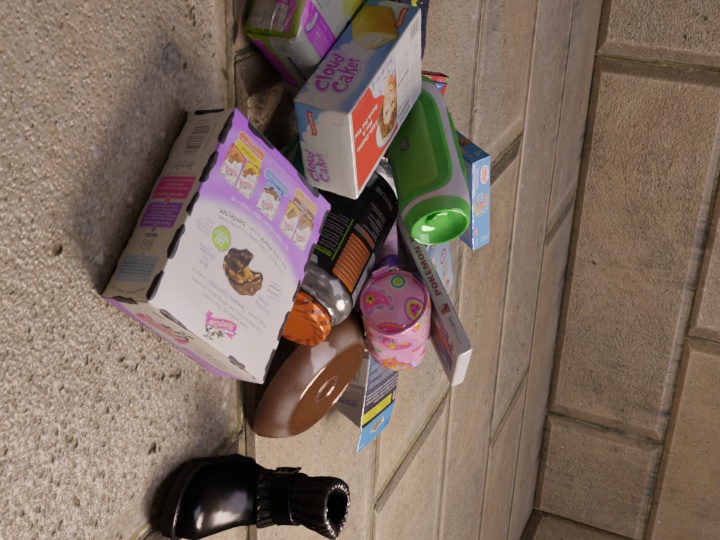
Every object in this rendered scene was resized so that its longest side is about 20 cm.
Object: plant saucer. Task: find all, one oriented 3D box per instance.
[{"bbox_3d":[-0.054,0.140,1.173,0.200,0.036,0.202,-44,159,-21],"label":"plant saucer"}]

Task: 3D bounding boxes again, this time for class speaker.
[{"bbox_3d":[0.076,-0.136,1.118,0.089,0.087,0.203,64,14,-59],"label":"speaker"}]

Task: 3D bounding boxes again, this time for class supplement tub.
[{"bbox_3d":[-0.043,-0.022,1.092,0.202,0.120,0.123,-62,154,-28],"label":"supplement tub"}]

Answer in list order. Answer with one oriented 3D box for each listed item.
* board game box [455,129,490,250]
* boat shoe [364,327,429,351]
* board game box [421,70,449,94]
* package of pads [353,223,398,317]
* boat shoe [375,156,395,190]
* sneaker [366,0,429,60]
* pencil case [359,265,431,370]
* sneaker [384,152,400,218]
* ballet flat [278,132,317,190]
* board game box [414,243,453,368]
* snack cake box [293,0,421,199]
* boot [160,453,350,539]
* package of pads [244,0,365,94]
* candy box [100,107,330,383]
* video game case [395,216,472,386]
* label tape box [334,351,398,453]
[{"bbox_3d":[0.119,-0.146,1.370,0.036,0.200,0.153,-25,134,-21],"label":"board game box"},{"bbox_3d":[0.059,0.084,1.328,0.199,0.059,0.073,-12,126,-65],"label":"boat shoe"},{"bbox_3d":[0.031,-0.210,1.196,0.198,0.019,0.105,-6,125,-46],"label":"board game box"},{"bbox_3d":[0.000,0.000,1.275,0.199,0.074,0.123,-27,134,-63],"label":"package of pads"},{"bbox_3d":[0.005,-0.133,1.244,0.069,0.071,0.199,65,18,9],"label":"boat shoe"},{"bbox_3d":[0.038,-0.320,1.194,0.073,0.082,0.203,-15,128,-40],"label":"sneaker"},{"bbox_3d":[0.044,0.063,1.146,0.201,0.086,0.089,77,31,-70],"label":"pencil case"},{"bbox_3d":[0.061,-0.083,1.394,0.075,0.077,0.204,-48,144,-51],"label":"sneaker"},{"bbox_3d":[-0.087,-0.074,1.040,0.202,0.075,0.064,-59,-174,-30],"label":"ballet flat"},{"bbox_3d":[0.095,0.024,1.577,0.198,0.055,0.202,78,32,-48],"label":"board game box"},{"bbox_3d":[0.003,-0.193,1.023,0.116,0.066,0.202,86,26,-48],"label":"snack cake box"},{"bbox_3d":[-0.109,0.260,1.032,0.210,0.155,0.081,-8,109,-68],"label":"boot"},{"bbox_3d":[-0.048,-0.309,1.001,0.154,0.067,0.204,40,64,-68],"label":"package of pads"},{"bbox_3d":[-0.129,-0.021,0.883,0.168,0.070,0.203,44,59,-45],"label":"candy box"},{"bbox_3d":[0.090,0.044,1.186,0.200,0.023,0.185,82,-15,-72],"label":"video game case"},{"bbox_3d":[0.009,0.154,1.415,0.143,0.065,0.204,-24,125,-64],"label":"label tape box"}]
